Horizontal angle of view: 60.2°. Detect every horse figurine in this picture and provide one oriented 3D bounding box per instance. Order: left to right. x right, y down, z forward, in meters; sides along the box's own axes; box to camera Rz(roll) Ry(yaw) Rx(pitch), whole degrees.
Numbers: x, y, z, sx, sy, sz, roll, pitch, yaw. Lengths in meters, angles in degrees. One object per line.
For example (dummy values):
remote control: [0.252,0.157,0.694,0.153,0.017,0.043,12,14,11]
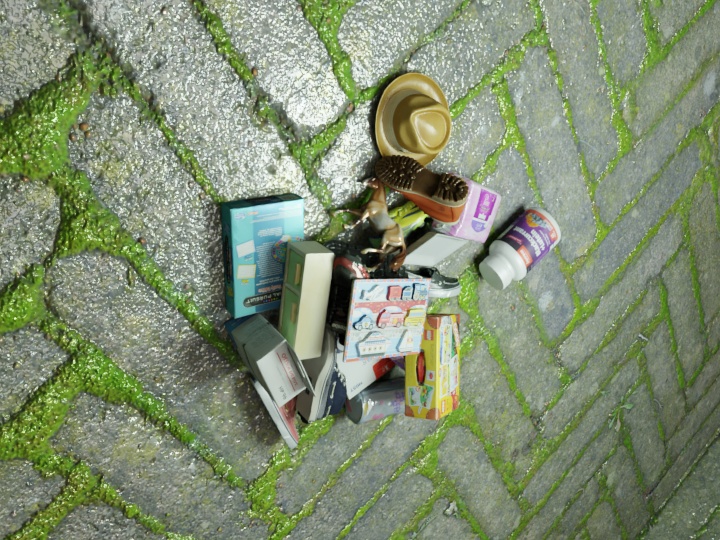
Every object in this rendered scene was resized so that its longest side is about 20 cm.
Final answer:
horse figurine: [0.033,-0.082,1.221,0.130,0.203,0.050,-28,167,-27]

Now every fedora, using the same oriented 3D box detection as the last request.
fedora: [0.121,-0.289,1.233,0.196,0.081,0.207,-14,115,-31]

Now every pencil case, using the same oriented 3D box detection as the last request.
pencil case: [0.060,0.292,1.421,0.195,0.085,0.091,-5,150,-32]

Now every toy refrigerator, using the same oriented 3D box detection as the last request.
toy refrigerator: [-0.107,0.055,1.155,0.068,0.075,0.207,-3,110,-35]

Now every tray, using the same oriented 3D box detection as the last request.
tray: [0.155,-0.049,1.328,0.106,0.023,0.198,-37,162,23]

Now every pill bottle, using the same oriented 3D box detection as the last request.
pill bottle: [0.381,-0.050,1.500,0.199,0.111,0.113,-42,127,-14]

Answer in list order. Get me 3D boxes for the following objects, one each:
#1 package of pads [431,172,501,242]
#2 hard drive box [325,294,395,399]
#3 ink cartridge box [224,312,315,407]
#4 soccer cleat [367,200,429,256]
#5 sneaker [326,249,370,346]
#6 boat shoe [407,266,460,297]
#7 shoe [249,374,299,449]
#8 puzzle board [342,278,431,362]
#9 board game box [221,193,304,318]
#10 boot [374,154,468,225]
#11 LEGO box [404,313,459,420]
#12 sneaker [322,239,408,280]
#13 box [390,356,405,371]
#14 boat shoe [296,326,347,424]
package of pads: [0.231,-0.133,1.345,0.198,0.074,0.124,3,109,-59]
hard drive box: [-0.011,0.141,1.319,0.154,0.076,0.204,-33,125,-20]
ink cartridge box: [-0.167,0.163,1.135,0.067,0.199,0.118,-32,124,-19]
soccer cleat: [0.092,-0.110,1.300,0.083,0.065,0.201,39,69,0]
sneaker: [-0.023,0.062,1.159,0.098,0.069,0.205,-50,143,-42]
boat shoe: [0.152,0.023,1.395,0.195,0.068,0.058,1,108,-34]
shoe: [-0.149,0.272,1.275,0.090,0.071,0.204,-31,121,-17]
puzzle board: [0.055,0.092,1.178,0.195,0.017,0.156,0,102,-39]
board game box: [-0.177,-0.029,1.147,0.147,0.047,0.207,-12,115,-33]
boot: [0.116,-0.154,1.229,0.076,0.196,0.108,-57,162,-21]
LEGO box: [0.154,0.197,1.321,0.148,0.075,0.208,0,90,-63]
sneaker: [0.000,0.000,1.248,0.194,0.088,0.078,18,57,-17]
box: [0.112,0.146,1.363,0.200,0.038,0.141,46,50,-54]
boat shoe: [-0.065,0.204,1.241,0.091,0.074,0.206,-1,115,-41]
